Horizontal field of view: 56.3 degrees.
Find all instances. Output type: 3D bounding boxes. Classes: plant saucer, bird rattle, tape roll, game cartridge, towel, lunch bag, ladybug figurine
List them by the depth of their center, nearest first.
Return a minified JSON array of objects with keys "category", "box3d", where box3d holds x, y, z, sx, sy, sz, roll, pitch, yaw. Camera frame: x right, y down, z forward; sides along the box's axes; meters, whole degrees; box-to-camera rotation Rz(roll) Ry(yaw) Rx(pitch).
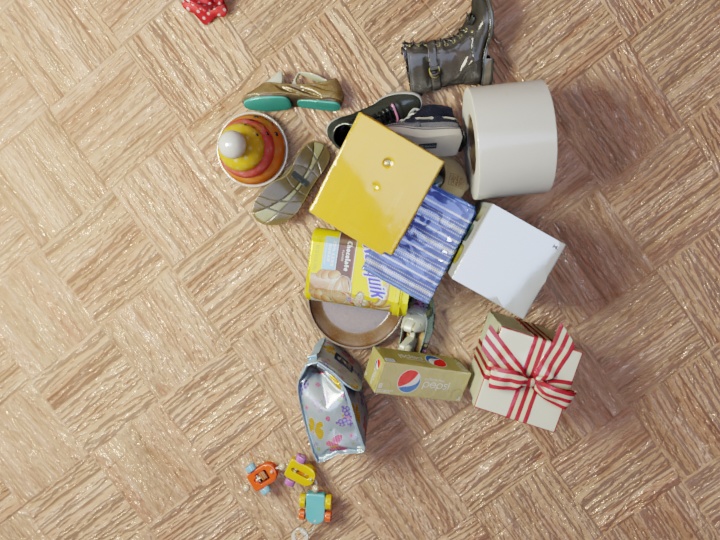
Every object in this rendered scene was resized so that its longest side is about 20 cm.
[{"category":"game cartridge","box3d":[0.027,-0.150,1.203,0.175,0.032,0.201,31,105,4]},{"category":"tape roll","box3d":[0.267,-0.237,1.229,0.137,0.203,0.206,-6,98,3]},{"category":"towel","box3d":[0.109,-0.058,1.236,0.144,0.024,0.202,28,88,1]},{"category":"bird rattle","box3d":[-0.275,-0.582,1.278,0.199,0.112,0.164,-38,83,20]},{"category":"ladybug figurine","box3d":[0.110,-0.173,1.299,0.197,0.072,0.137,14,71,3]},{"category":"lunch bag","box3d":[-0.052,0.244,1.325,0.125,0.170,0.203,-15,96,6]},{"category":"plant saucer","box3d":[-0.008,0.056,1.365,0.197,0.037,0.203,0,98,2]}]

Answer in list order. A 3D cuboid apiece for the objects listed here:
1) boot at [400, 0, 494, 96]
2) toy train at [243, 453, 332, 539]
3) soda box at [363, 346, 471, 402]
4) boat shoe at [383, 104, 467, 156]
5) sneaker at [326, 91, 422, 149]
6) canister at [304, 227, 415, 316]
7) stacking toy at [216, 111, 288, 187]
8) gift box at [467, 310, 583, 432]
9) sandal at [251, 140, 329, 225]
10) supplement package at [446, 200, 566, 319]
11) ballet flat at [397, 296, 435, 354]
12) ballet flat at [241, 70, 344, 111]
[{"category":"boot","box3d":[0.162,-0.428,1.271,0.171,0.069,0.203,-3,104,3]},{"category":"toy train","box3d":[-0.145,0.464,1.421,0.150,0.056,0.201,-37,92,8]},{"category":"soda box","box3d":[0.112,0.203,1.311,0.198,0.064,0.069,11,107,-24]},{"category":"boat shoe","box3d":[0.095,-0.263,1.266,0.197,0.094,0.075,-1,141,-14]},{"category":"sneaker","box3d":[0.028,-0.277,1.277,0.198,0.100,0.071,-19,116,8]},{"category":"canister","box3d":[0.000,0.000,1.296,0.197,0.087,0.151,8,96,2]},{"category":"stacking toy","box3d":[-0.217,-0.227,1.252,0.144,0.200,0.148,0,99,2]},{"category":"gift box","box3d":[0.306,0.175,1.293,0.182,0.187,0.203,12,99,0]},{"category":"sandal","box3d":[-0.134,-0.169,1.335,0.080,0.054,0.201,39,83,-9]},{"category":"supplement package","box3d":[0.259,-0.028,1.259,0.149,0.200,0.153,29,98,-2]},{"category":"ballet flat","box3d":[0.103,0.137,1.350,0.069,0.071,0.203,17,101,33]},{"category":"ballet flat","box3d":[-0.130,-0.350,1.305,0.197,0.068,0.073,0,78,2]}]
